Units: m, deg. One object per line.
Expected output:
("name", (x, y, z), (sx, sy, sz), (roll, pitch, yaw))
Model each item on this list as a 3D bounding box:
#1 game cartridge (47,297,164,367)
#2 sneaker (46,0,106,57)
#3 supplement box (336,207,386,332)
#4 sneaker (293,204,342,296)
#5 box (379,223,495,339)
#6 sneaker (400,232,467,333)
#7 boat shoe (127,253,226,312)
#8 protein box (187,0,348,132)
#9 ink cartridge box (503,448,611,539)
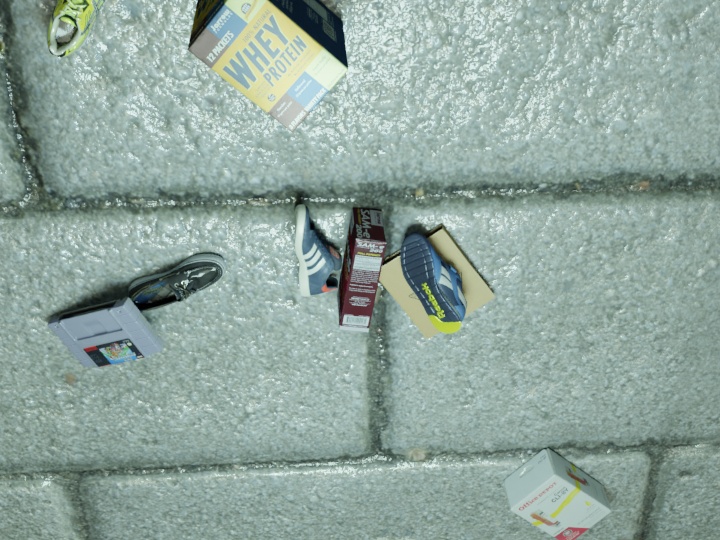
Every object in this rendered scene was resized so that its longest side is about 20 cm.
("game cartridge", (-0.481, 0.122, 1.838), (0.197, 0.039, 0.131), (-13, 123, 28))
("sneaker", (-0.423, -0.412, 1.483), (0.074, 0.077, 0.202), (20, 120, -15))
("supplement box", (0.000, 0.000, 1.783), (0.060, 0.110, 0.203), (6, 123, -8))
("sneaker", (-0.076, -0.039, 1.774), (0.083, 0.076, 0.202), (-4, 135, 0))
("box", (0.142, 0.024, 1.864), (0.162, 0.021, 0.201), (-31, 120, 15))
("sneaker", (0.138, 0.015, 1.807), (0.073, 0.082, 0.202), (-14, 110, 38))
("boat shoe", (-0.343, 0.030, 1.800), (0.196, 0.067, 0.071), (-15, 125, 6))
("protein box", (-0.137, -0.357, 1.469), (0.199, 0.200, 0.135), (35, 115, -25))
("ink cartridge box", (0.441, 0.511, 2.188), (0.199, 0.084, 0.145), (34, 116, -25))
